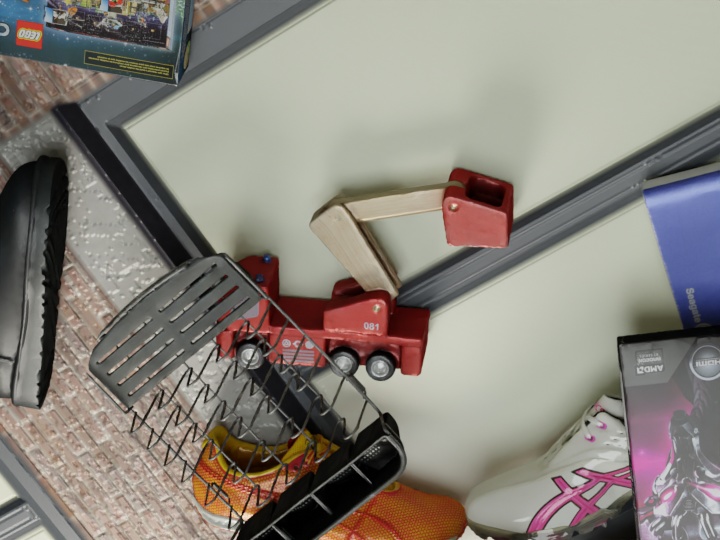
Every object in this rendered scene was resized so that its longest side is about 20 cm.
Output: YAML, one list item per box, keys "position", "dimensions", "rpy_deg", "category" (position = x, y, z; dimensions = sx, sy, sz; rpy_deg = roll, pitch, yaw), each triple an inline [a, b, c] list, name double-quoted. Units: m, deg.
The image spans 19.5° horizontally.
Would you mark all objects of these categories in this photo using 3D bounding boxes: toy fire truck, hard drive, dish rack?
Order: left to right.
- position: [-0.082, 0.092, 1.402]
  dimensions: [0.153, 0.055, 0.200]
  rpy_deg: [-39, 104, 19]
  category: "dish rack"
- position: [0.000, 0.000, 1.405]
  dimensions: [0.198, 0.049, 0.142]
  rpy_deg: [5, 117, 7]
  category: "toy fire truck"
- position: [0.297, -0.021, 1.364]
  dimensions: [0.199, 0.025, 0.133]
  rpy_deg: [-14, 114, 15]
  category: "hard drive"

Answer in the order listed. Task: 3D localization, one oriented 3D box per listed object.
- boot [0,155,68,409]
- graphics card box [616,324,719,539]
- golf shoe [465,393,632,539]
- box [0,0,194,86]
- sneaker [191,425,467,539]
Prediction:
- position: [-0.290, 0.001, 1.431]
  dimensions: [0.167, 0.077, 0.201]
  rpy_deg: [10, 124, -1]
  category: "boot"
- position: [0.238, 0.136, 1.369]
  dimensions: [0.124, 0.051, 0.202]
  rpy_deg: [-5, 93, 6]
  category: "graphics card box"
- position: [0.162, 0.127, 1.437]
  dimensions: [0.199, 0.073, 0.093]
  rpy_deg: [-17, 107, 5]
  category: "golf shoe"
- position: [-0.203, -0.204, 1.337]
  dimensions: [0.198, 0.038, 0.137]
  rpy_deg: [11, 118, 3]
  category: "box"
- position: [-0.021, 0.156, 1.476]
  dimensions: [0.198, 0.073, 0.078]
  rpy_deg: [10, 108, 0]
  category: "sneaker"
